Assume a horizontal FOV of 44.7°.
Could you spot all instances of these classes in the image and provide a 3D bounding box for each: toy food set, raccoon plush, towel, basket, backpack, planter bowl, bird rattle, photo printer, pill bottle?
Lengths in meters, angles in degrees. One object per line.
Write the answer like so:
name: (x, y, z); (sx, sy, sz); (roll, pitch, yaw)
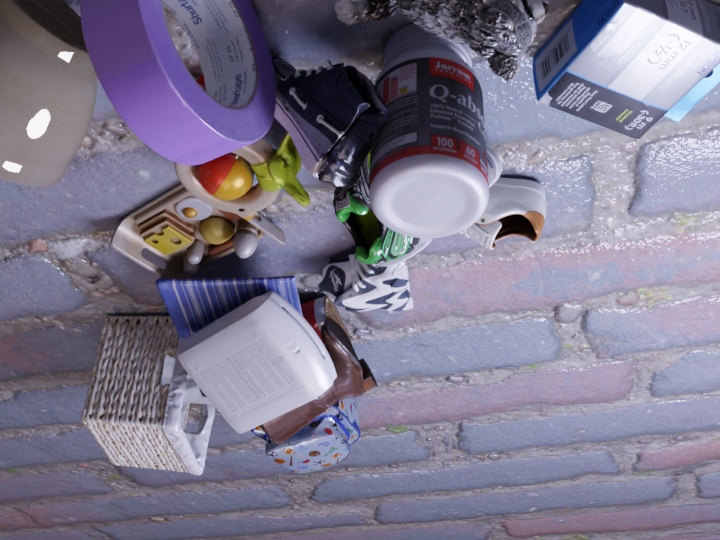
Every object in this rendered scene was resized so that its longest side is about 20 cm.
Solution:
toy food set: (-0.216, -0.041, 1.162); (0.199, 0.061, 0.143); (-23, 139, 31)
raccoon plush: (0.074, -0.223, 0.812); (0.198, 0.135, 0.097); (-20, 142, 28)
towel: (-0.182, 0.052, 1.252); (0.197, 0.024, 0.146); (-1, 143, 4)
basket: (-0.328, 0.197, 1.398); (0.158, 0.200, 0.201); (2, 147, 3)
backpack: (-0.086, 0.268, 1.545); (0.198, 0.156, 0.191); (-14, 154, 17)
planter bowl: (-0.334, -0.199, 0.841); (0.135, 0.201, 0.199); (-45, 130, 14)
bird rattle: (-0.149, -0.123, 0.990); (0.198, 0.114, 0.163); (20, 140, -24)
photo printer: (-0.140, 0.127, 1.228); (0.199, 0.070, 0.167); (-30, 104, 32)
pill bottle: (0.067, -0.144, 0.872); (0.114, 0.202, 0.116); (1, 147, 1)

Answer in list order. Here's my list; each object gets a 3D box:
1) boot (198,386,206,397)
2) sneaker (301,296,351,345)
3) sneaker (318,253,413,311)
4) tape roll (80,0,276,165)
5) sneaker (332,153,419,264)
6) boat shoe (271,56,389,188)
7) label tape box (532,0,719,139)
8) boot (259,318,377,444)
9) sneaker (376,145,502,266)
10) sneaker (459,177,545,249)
boot: (-0.169, 0.158, 1.375); (0.198, 0.148, 0.070); (18, 138, -24)
sneaker: (-0.078, 0.118, 1.383); (0.111, 0.072, 0.201); (-10, 137, 10)
sneaker: (0.000, 0.000, 1.195); (0.128, 0.080, 0.200); (-11, 155, 3)
tape roll: (-0.158, -0.202, 0.795); (0.065, 0.202, 0.200); (-16, 143, 26)
sneaker: (0.003, -0.103, 0.973); (0.077, 0.202, 0.085); (-17, -172, 41)
boat shoe: (-0.038, -0.176, 0.869); (0.074, 0.201, 0.093); (9, 127, -44)
label tape box: (0.298, -0.208, 0.891); (0.198, 0.067, 0.143); (17, 143, -19)
boot: (-0.089, 0.175, 1.319); (0.198, 0.065, 0.187); (-28, 135, 3)
sneaker: (0.074, -0.076, 1.030); (0.200, 0.082, 0.075); (-43, 88, 23)
sneaker: (0.131, -0.073, 1.081); (0.197, 0.086, 0.073); (3, 148, 4)
